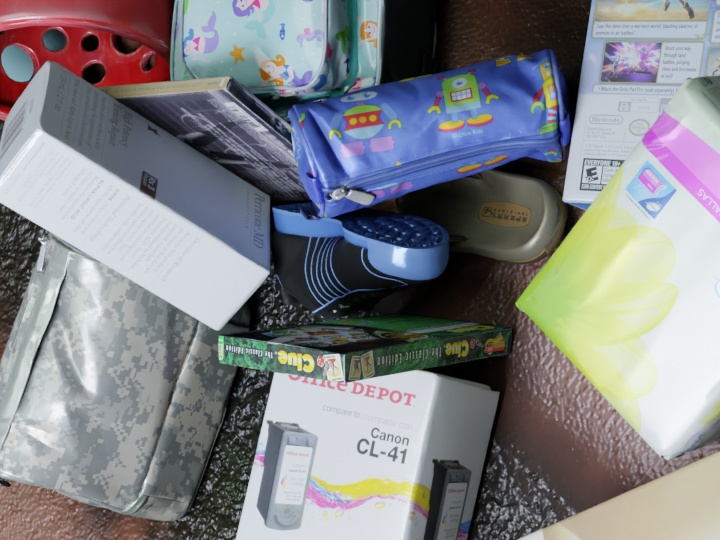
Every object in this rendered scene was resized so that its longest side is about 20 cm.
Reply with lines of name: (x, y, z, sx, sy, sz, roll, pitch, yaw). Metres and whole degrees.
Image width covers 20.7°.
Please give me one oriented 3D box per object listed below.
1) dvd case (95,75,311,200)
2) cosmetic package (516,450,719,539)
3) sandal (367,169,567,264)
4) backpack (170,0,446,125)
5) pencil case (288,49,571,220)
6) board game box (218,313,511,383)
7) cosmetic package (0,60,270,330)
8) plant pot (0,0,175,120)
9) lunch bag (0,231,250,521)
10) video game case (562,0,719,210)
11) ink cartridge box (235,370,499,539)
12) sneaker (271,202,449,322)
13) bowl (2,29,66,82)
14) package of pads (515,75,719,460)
dvd case: (-0.114, -0.094, 1.457, 0.199, 0.149, 0.016, 1, 62, 45)
cosmetic package: (0.205, 0.169, 1.218, 0.199, 0.105, 0.071, -28, 64, 25)
sandal: (0.054, -0.044, 1.401, 0.199, 0.054, 0.081, 6, 82, 40)
backpack: (-0.053, -0.180, 1.460, 0.199, 0.150, 0.179, -6, 77, 39)
pencil case: (0.048, -0.093, 1.352, 0.199, 0.078, 0.087, -13, 45, 0)
board game box: (0.007, 0.050, 1.325, 0.104, 0.199, 0.024, 4, 95, 36)
cosmetic package: (-0.161, -0.053, 1.414, 0.074, 0.199, 0.102, -48, 25, 27)
plant pot: (-0.237, -0.233, 1.563, 0.199, 0.200, 0.184, -15, 68, 31)
lunch bag: (-0.196, 0.075, 1.480, 0.139, 0.167, 0.201, 21, 91, 36)
video game case: (0.240, -0.125, 1.297, 0.199, 0.045, 0.183, 5, 84, 36)
ink cartridge box: (-0.002, 0.163, 1.376, 0.147, 0.085, 0.201, 9, 86, 36)
sneaker: (0.000, 0.000, 1.381, 0.200, 0.070, 0.079, 17, 112, 60)
bowl: (-0.351, -0.238, 1.702, 0.200, 0.105, 0.202, -8, 75, 34)
package of pads: (0.212, 0.002, 1.237, 0.155, 0.068, 0.200, 48, 122, 21)
